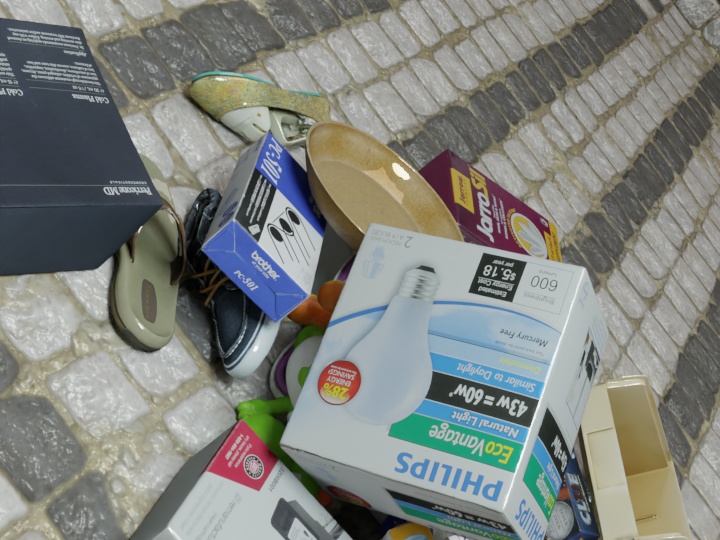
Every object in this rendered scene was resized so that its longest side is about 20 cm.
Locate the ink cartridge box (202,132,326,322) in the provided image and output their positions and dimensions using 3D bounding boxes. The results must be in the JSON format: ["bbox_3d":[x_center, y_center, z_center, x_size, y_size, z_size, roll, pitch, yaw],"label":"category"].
[{"bbox_3d":[-0.080,-0.044,1.157,0.094,0.044,0.201,46,22,-18],"label":"ink cartridge box"}]

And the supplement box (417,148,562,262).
[{"bbox_3d":[0.143,-0.028,1.518,0.199,0.103,0.132,30,38,-31],"label":"supplement box"}]

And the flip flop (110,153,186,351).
[{"bbox_3d":[-0.184,-0.024,1.125,0.080,0.057,0.202,26,40,-36],"label":"flip flop"}]

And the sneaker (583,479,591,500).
[{"bbox_3d":[0.161,0.197,1.359,0.073,0.080,0.201,17,28,-40],"label":"sneaker"}]

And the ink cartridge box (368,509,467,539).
[{"bbox_3d":[0.059,0.208,1.183,0.094,0.044,0.201,-39,87,-28],"label":"ink cartridge box"}]

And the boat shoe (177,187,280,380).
[{"bbox_3d":[-0.126,0.010,1.166,0.090,0.071,0.202,34,29,-25],"label":"boat shoe"}]

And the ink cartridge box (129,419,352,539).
[{"bbox_3d":[-0.074,0.242,0.983,0.200,0.083,0.146,48,32,-8],"label":"ink cartridge box"}]

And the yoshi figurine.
[{"bbox_3d":[-0.059,0.109,1.099,0.113,0.110,0.203,62,37,-64],"label":"yoshi figurine"}]

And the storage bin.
[{"bbox_3d":[0.302,0.251,1.388,0.200,0.092,0.202,63,18,-46],"label":"storage bin"}]

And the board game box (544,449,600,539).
[{"bbox_3d":[0.152,0.200,1.275,0.034,0.135,0.202,22,42,-39],"label":"board game box"}]

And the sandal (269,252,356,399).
[{"bbox_3d":[-0.009,0.047,1.200,0.082,0.050,0.204,31,64,9],"label":"sandal"}]

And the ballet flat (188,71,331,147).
[{"bbox_3d":[-0.101,-0.168,1.378,0.199,0.070,0.071,4,55,-51],"label":"ballet flat"}]

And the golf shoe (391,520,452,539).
[{"bbox_3d":[0.065,0.140,1.150,0.096,0.078,0.204,-1,79,-28],"label":"golf shoe"}]

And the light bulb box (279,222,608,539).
[{"bbox_3d":[0.071,0.094,1.015,0.202,0.196,0.125,-68,151,-20],"label":"light bulb box"}]

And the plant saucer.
[{"bbox_3d":[0.017,-0.059,1.223,0.199,0.035,0.201,34,28,-20],"label":"plant saucer"}]

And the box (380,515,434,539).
[{"bbox_3d":[0.052,0.299,1.060,0.041,0.119,0.202,-16,67,-23],"label":"box"}]

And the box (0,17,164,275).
[{"bbox_3d":[-0.289,-0.099,1.019,0.199,0.104,0.184,-4,61,-54],"label":"box"}]

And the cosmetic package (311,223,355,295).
[{"bbox_3d":[0.000,0.000,1.322,0.112,0.081,0.202,3,57,-48],"label":"cosmetic package"}]
